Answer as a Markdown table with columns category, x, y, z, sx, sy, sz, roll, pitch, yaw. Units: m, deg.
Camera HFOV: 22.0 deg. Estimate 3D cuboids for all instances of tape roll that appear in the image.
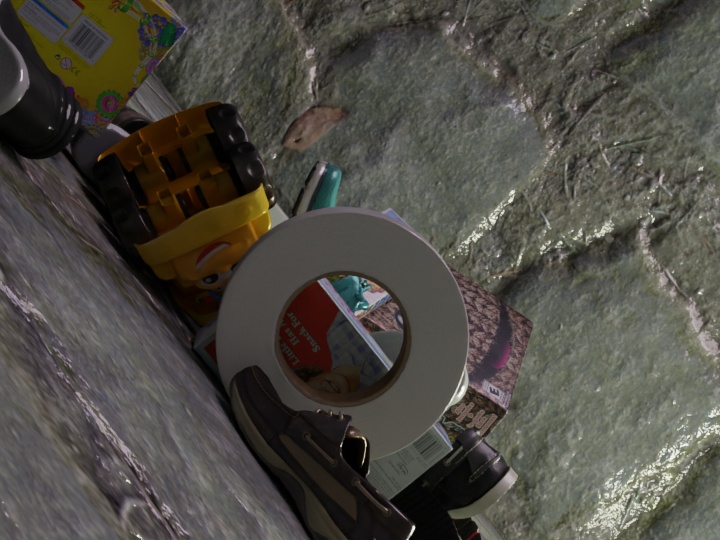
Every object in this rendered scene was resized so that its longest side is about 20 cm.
| category | x | y | z | sx | sy | sz | roll | pitch | yaw |
| --- | --- | --- | --- | --- | --- | --- | --- | --- | --- |
| tape roll | -0.015 | 0.052 | 1.453 | 0.203 | 0.202 | 0.037 | 51 | 3 | -10 |

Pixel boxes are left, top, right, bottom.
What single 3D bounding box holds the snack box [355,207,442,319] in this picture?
| category | x | y | z | sx | sy | sz | roll | pitch | yaw |
| --- | --- | --- | --- | --- | --- | --- | --- | --- | --- |
| snack box | 0.000 | 0.000 | 1.687 | 0.072 | 0.024 | 0.200 | 43 | 34 | 10 |

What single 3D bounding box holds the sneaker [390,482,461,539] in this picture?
| category | x | y | z | sx | sy | sz | roll | pitch | yaw |
| --- | --- | --- | --- | --- | --- | --- | --- | --- | --- |
| sneaker | 0.071 | 0.269 | 1.556 | 0.201 | 0.074 | 0.089 | 58 | -4 | 11 |

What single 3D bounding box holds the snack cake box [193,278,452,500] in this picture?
| category | x | y | z | sx | sy | sz | roll | pitch | yaw |
| --- | --- | --- | --- | --- | --- | --- | --- | --- | --- |
| snack cake box | -0.031 | 0.098 | 1.512 | 0.200 | 0.115 | 0.067 | 52 | 3 | -10 |

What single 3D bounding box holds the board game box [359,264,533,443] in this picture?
| category | x | y | z | sx | sy | sz | roll | pitch | yaw |
| --- | --- | --- | --- | --- | --- | --- | --- | --- | --- |
| board game box | 0.047 | 0.067 | 1.760 | 0.199 | 0.097 | 0.160 | 33 | 33 | -6 |

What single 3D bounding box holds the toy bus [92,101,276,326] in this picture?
| category | x | y | z | sx | sy | sz | roll | pitch | yaw |
| --- | --- | --- | --- | --- | --- | --- | --- | --- | --- |
| toy bus | -0.128 | -0.021 | 1.581 | 0.200 | 0.135 | 0.193 | -122 | -170 | -60 |

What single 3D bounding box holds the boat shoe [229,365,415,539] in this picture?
| category | x | y | z | sx | sy | sz | roll | pitch | yaw |
| --- | --- | --- | --- | --- | --- | --- | --- | --- | --- |
| boat shoe | -0.025 | 0.142 | 1.378 | 0.200 | 0.073 | 0.075 | 52 | 1 | 28 |

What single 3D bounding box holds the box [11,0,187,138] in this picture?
| category | x | y | z | sx | sy | sz | roll | pitch | yaw |
| --- | --- | --- | --- | --- | --- | --- | --- | --- | --- |
| box | -0.267 | -0.234 | 1.582 | 0.200 | 0.122 | 0.193 | 39 | 4 | -17 |

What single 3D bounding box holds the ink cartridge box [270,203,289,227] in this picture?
| category | x | y | z | sx | sy | sz | roll | pitch | yaw |
| --- | --- | --- | --- | --- | --- | --- | --- | --- | --- |
| ink cartridge box | -0.121 | -0.029 | 1.995 | 0.200 | 0.084 | 0.146 | 51 | -12 | -23 |

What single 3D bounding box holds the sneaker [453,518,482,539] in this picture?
| category | x | y | z | sx | sy | sz | roll | pitch | yaw |
| --- | --- | --- | --- | --- | --- | --- | --- | --- | --- |
| sneaker | 0.082 | 0.266 | 1.837 | 0.200 | 0.074 | 0.087 | 53 | 0 | 44 |

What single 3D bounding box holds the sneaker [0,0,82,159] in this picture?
| category | x | y | z | sx | sy | sz | roll | pitch | yaw |
| --- | --- | --- | --- | --- | --- | --- | --- | --- | --- |
| sneaker | -0.267 | -0.156 | 1.368 | 0.099 | 0.070 | 0.201 | 53 | 6 | -50 |

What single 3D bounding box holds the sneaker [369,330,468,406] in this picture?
| category | x | y | z | sx | sy | sz | roll | pitch | yaw |
| --- | --- | --- | --- | --- | --- | --- | --- | --- | --- |
| sneaker | 0.014 | 0.111 | 1.634 | 0.116 | 0.199 | 0.074 | 55 | 41 | -52 |

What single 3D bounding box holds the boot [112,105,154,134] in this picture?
| category | x | y | z | sx | sy | sz | roll | pitch | yaw |
| --- | --- | --- | --- | --- | --- | --- | --- | --- | --- |
| boot | -0.243 | -0.147 | 1.824 | 0.174 | 0.069 | 0.200 | 41 | -6 | 32 |

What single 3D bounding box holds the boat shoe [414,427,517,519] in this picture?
| category | x | y | z | sx | sy | sz | roll | pitch | yaw |
| --- | --- | --- | --- | --- | --- | --- | --- | --- | --- |
| boat shoe | 0.056 | 0.182 | 1.610 | 0.068 | 0.072 | 0.200 | 48 | -34 | -9 |

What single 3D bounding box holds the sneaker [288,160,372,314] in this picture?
| category | x | y | z | sx | sy | sz | roll | pitch | yaw |
| --- | --- | --- | --- | --- | --- | --- | --- | --- | --- |
| sneaker | -0.029 | 0.008 | 1.567 | 0.078 | 0.079 | 0.202 | -62 | 155 | -81 |

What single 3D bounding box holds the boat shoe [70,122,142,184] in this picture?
| category | x | y | z | sx | sy | sz | roll | pitch | yaw |
| --- | --- | --- | --- | --- | --- | --- | --- | --- | --- |
| boat shoe | -0.190 | -0.070 | 1.688 | 0.200 | 0.069 | 0.057 | 49 | 2 | -31 |
